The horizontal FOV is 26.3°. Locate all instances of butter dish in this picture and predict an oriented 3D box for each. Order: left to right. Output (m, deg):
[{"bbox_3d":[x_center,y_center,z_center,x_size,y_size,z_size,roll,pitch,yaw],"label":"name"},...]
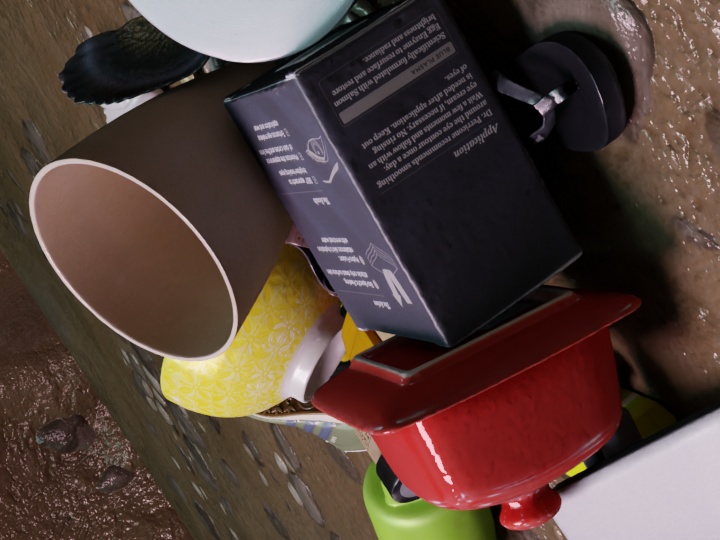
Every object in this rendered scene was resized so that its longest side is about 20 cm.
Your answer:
[{"bbox_3d":[0.091,0.103,1.034,0.149,0.198,0.200,66,165,-8],"label":"butter dish"}]

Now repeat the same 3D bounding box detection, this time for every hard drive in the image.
[{"bbox_3d":[0.230,0.168,1.010,0.200,0.033,0.140,-36,88,43],"label":"hard drive"}]

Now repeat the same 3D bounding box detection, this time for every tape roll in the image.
[{"bbox_3d":[-0.076,-0.242,1.003,0.198,0.066,0.202,9,122,15],"label":"tape roll"}]

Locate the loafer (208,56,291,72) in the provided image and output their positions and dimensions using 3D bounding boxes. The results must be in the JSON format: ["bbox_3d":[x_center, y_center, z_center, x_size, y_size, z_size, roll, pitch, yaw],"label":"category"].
[{"bbox_3d":[-0.071,-0.122,1.333,0.201,0.075,0.070,56,156,-2],"label":"loafer"}]

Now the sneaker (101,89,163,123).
[{"bbox_3d":[-0.260,-0.174,1.718,0.116,0.073,0.200,57,151,2],"label":"sneaker"}]

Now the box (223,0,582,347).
[{"bbox_3d":[0.022,-0.066,1.044,0.201,0.117,0.196,60,166,-11],"label":"box"}]

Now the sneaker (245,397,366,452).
[{"bbox_3d":[-0.033,0.133,1.413,0.198,0.068,0.090,3,143,34],"label":"sneaker"}]

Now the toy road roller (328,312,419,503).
[{"bbox_3d":[0.068,0.076,1.241,0.123,0.145,0.201,53,145,36],"label":"toy road roller"}]

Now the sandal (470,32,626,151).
[{"bbox_3d":[0.103,-0.107,0.991,0.077,0.043,0.200,63,159,-16],"label":"sandal"}]

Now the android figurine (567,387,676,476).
[{"bbox_3d":[0.199,0.145,1.172,0.199,0.041,0.183,27,145,57],"label":"android figurine"}]

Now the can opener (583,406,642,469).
[{"bbox_3d":[0.200,0.189,1.098,0.052,0.066,0.202,-1,118,52],"label":"can opener"}]

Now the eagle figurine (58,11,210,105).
[{"bbox_3d":[-0.125,-0.201,1.185,0.200,0.150,0.152,-51,34,36],"label":"eagle figurine"}]

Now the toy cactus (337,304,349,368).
[{"bbox_3d":[0.029,0.088,1.442,0.164,0.103,0.201,28,149,17],"label":"toy cactus"}]

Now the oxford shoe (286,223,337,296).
[{"bbox_3d":[0.000,0.000,1.289,0.071,0.073,0.200,8,153,45],"label":"oxford shoe"}]

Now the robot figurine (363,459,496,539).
[{"bbox_3d":[0.070,0.241,1.511,0.176,0.114,0.201,-105,-3,-49],"label":"robot figurine"}]

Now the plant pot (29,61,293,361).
[{"bbox_3d":[-0.118,-0.067,1.180,0.186,0.200,0.189,22,140,20],"label":"plant pot"}]

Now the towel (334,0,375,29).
[{"bbox_3d":[0.028,-0.101,1.195,0.201,0.034,0.193,52,160,15],"label":"towel"}]

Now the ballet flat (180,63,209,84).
[{"bbox_3d":[-0.127,-0.168,1.418,0.070,0.070,0.202,18,138,60],"label":"ballet flat"}]

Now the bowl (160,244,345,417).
[{"bbox_3d":[-0.071,0.051,1.320,0.107,0.201,0.201,30,154,14],"label":"bowl"}]
